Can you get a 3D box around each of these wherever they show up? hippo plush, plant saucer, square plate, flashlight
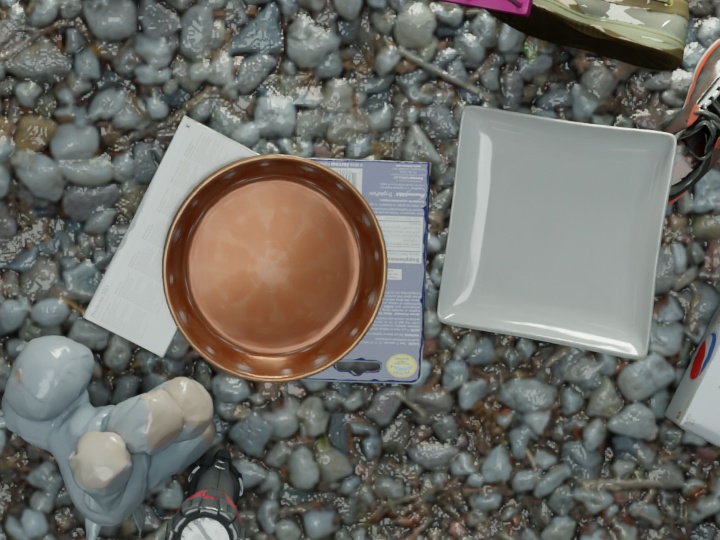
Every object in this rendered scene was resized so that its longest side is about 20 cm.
[{"bbox_3d":[-0.232,0.129,1.607,0.159,0.200,0.161,-35,70,-30],"label":"hippo plush"},{"bbox_3d":[-0.076,-0.002,1.602,0.199,0.032,0.202,-1,98,-9],"label":"plant saucer"},{"bbox_3d":[0.175,-0.036,1.624,0.197,0.028,0.202,10,99,20],"label":"square plate"},{"bbox_3d":[-0.131,0.212,1.572,0.067,0.200,0.068,-26,95,-1],"label":"flashlight"}]

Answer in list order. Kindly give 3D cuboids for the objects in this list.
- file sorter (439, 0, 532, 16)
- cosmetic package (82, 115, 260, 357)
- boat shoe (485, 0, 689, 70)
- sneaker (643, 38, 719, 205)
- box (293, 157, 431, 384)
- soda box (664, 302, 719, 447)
[{"bbox_3d":[0.050,-0.311,1.550,0.199,0.125,0.140,13,93,18],"label":"file sorter"},{"bbox_3d":[-0.167,-0.032,1.627,0.082,0.051,0.201,27,93,-9],"label":"cosmetic package"},{"bbox_3d":[0.198,-0.239,1.627,0.199,0.074,0.067,19,77,-2],"label":"boat shoe"},{"bbox_3d":[0.319,-0.136,1.628,0.077,0.082,0.201,35,92,-5],"label":"sneaker"},{"bbox_3d":[0.000,0.000,1.647,0.120,0.032,0.202,2,93,-3],"label":"box"},{"bbox_3d":[0.352,0.061,1.651,0.063,0.068,0.201,26,92,-4],"label":"soda box"}]
